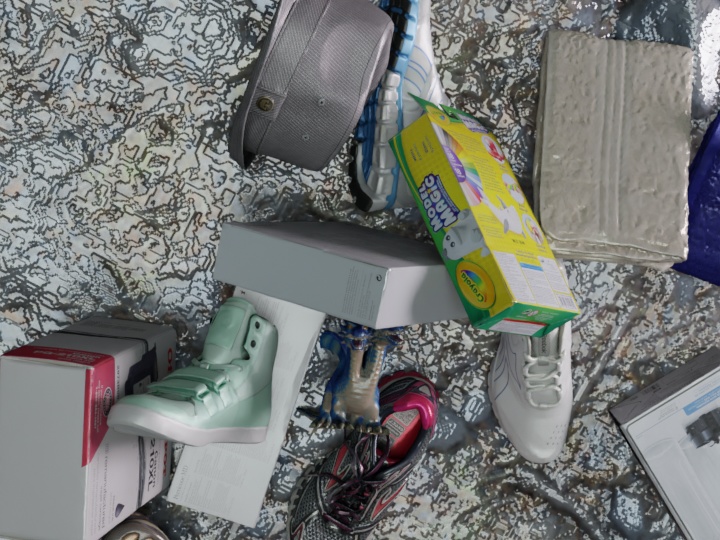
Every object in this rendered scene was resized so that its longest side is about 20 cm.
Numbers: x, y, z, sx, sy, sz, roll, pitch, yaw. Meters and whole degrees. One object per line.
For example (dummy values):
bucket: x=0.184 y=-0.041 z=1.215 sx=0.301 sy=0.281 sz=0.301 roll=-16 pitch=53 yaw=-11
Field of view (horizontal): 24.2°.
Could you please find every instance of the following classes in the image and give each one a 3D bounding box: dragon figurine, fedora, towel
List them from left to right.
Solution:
fedora: x=-0.031 y=-0.159 z=1.343 sx=0.090 sy=0.177 sz=0.201 roll=25 pitch=113 yaw=1
dragon figurine: x=-0.006 y=0.084 z=1.388 sx=0.059 sy=0.200 sz=0.100 roll=8 pitch=83 yaw=-10
towel: x=0.213 y=-0.102 z=1.409 sx=0.132 sy=0.034 sz=0.201 roll=7 pitch=76 yaw=-5
towel: x=0.368 y=-0.039 z=1.427 sx=0.199 sy=0.050 sz=0.148 roll=23 pitch=112 yaw=5

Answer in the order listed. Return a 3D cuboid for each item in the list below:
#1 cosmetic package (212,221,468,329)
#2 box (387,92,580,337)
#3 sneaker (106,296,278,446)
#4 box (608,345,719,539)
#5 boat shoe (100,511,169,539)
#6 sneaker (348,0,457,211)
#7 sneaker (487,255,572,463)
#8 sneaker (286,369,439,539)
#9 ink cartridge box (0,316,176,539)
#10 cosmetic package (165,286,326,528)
cosmetic package: x=0.000 y=0.000 z=1.337 sx=0.150 sy=0.200 sz=0.052 roll=18 pitch=100 yaw=27
box: x=0.094 y=-0.046 z=1.341 sx=0.048 sy=0.117 sz=0.201 roll=-32 pitch=67 yaw=27
sneaker: x=-0.131 y=0.077 z=1.332 sx=0.073 sy=0.200 sz=0.119 roll=9 pitch=90 yaw=25
box: x=0.319 y=0.182 z=1.469 sx=0.116 sy=0.060 sz=0.201 roll=-30 pitch=98 yaw=3
boat shoe: x=-0.170 y=0.283 z=1.462 sx=0.074 sy=0.073 sz=0.201 roll=-21 pitch=119 yaw=-7
sneaker: x=0.045 y=-0.147 z=1.416 sx=0.086 sy=0.075 sz=0.201 roll=5 pitch=97 yaw=-27
sneaker: x=0.148 y=0.071 z=1.433 sx=0.074 sy=0.087 sz=0.201 roll=-5 pitch=100 yaw=-3
sneaker: x=-0.002 y=0.177 z=1.450 sx=0.080 sy=0.075 sz=0.201 roll=29 pitch=97 yaw=-6
ink cartridge box: x=-0.220 y=0.126 z=1.363 sx=0.084 sy=0.200 sz=0.146 roll=5 pitch=98 yaw=12
cosmetic package: x=-0.099 y=0.112 z=1.448 sx=0.082 sy=0.051 sz=0.201 roll=18 pitch=97 yaw=-7
